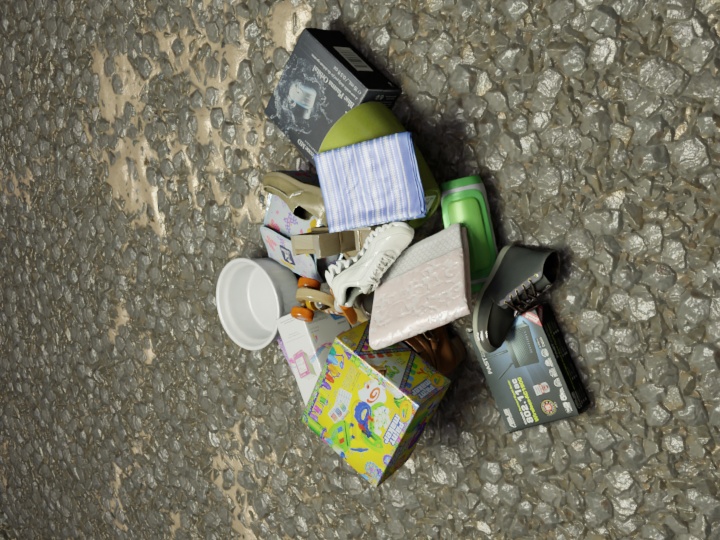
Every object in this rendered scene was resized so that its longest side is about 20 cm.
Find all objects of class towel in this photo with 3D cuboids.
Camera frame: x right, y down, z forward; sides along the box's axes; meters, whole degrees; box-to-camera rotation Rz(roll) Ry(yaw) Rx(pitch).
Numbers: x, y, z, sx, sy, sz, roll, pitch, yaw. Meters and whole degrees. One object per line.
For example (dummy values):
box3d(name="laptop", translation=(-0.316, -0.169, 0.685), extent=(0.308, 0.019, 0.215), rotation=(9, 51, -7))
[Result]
box3d(name="towel", translation=(0.101, 0.027, 1.284), extent=(0.198, 0.032, 0.193), rotation=(-25, 43, 31))
box3d(name="towel", translation=(0.015, -0.149, 1.284), extent=(0.197, 0.024, 0.148), rotation=(-9, 97, 29))

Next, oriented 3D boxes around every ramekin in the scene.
box3d(name="ramekin", translation=(-0.220, 0.067, 1.647), extent=(0.198, 0.097, 0.205), rotation=(9, 105, 37))

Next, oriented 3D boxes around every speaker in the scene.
box3d(name="speaker", translation=(0.200, -0.066, 1.346), extent=(0.087, 0.088, 0.204), rotation=(-10, 93, 38))

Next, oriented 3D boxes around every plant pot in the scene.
box3d(name="plant pot", translation=(0.049, -0.173, 1.358), extent=(0.200, 0.185, 0.189), rotation=(46, 123, 28))

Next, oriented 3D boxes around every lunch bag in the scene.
box3d(name="lunch bag", translation=(-0.117, -0.088, 1.554), extent=(0.168, 0.126, 0.203), rotation=(30, 116, 32))

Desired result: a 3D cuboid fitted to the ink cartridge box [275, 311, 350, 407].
box3d(name="ink cartridge box", translation=(-0.077, 0.174, 1.568), extent=(0.084, 0.144, 0.203), rotation=(-22, 86, 36))

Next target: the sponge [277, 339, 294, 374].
box3d(name="sponge", translation=(-0.155, 0.124, 1.690), extent=(0.111, 0.030, 0.202), rotation=(-36, 77, 37))

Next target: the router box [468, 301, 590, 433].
box3d(name="router box", translation=(0.301, 0.176, 1.333), extent=(0.149, 0.062, 0.203), rotation=(-26, 83, 39))

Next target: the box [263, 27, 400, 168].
box3d(name="box", translation=(-0.060, -0.334, 1.467), extent=(0.197, 0.117, 0.201), rotation=(47, 124, 20))

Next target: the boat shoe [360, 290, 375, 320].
box3d(name="boat shoe", translation=(0.084, 0.021, 1.392), extent=(0.075, 0.198, 0.074), rotation=(52, 168, 34))

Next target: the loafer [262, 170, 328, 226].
box3d(name="loafer", translation=(-0.121, -0.139, 1.435), extent=(0.198, 0.076, 0.068), rotation=(20, 84, 34))

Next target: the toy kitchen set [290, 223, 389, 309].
box3d(name="toy kitchen set", translation=(0.000, 0.000, 1.427), extent=(0.161, 0.198, 0.184), rotation=(1, 100, 44))

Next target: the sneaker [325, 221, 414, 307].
box3d(name="sneaker", translation=(0.023, -0.009, 1.326), extent=(0.199, 0.075, 0.082), rotation=(-40, 44, 26))

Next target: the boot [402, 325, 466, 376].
box3d(name="boot", translation=(0.104, 0.118, 1.412), extent=(0.077, 0.154, 0.202), rotation=(-41, 75, 35))

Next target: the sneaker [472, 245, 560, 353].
box3d(name="sneaker", translation=(0.265, 0.047, 1.265), extent=(0.105, 0.074, 0.203), rotation=(2, 66, 51))

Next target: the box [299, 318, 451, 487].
box3d(name="box", translation=(0.023, 0.235, 1.328), extent=(0.192, 0.121, 0.202), rotation=(37, 121, 22))

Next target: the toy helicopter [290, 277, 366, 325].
box3d(name="toy helicopter", translation=(-0.033, 0.073, 1.466), extent=(0.132, 0.197, 0.080), rotation=(-19, 54, 61))
